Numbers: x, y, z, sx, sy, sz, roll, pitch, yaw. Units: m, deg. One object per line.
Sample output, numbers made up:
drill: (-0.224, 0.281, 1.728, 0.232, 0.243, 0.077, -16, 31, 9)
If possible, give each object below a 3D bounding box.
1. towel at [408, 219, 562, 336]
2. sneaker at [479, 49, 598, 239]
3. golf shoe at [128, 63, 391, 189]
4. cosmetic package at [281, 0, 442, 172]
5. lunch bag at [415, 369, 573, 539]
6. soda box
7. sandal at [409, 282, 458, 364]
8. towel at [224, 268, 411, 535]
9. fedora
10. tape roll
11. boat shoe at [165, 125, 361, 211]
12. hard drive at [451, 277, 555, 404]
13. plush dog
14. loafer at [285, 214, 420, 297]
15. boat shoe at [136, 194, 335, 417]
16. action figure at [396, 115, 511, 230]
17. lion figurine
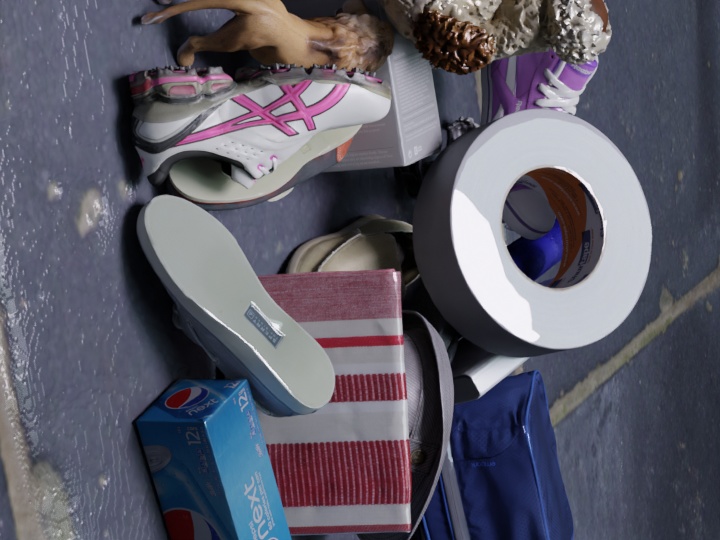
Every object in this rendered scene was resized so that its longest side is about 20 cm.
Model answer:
towel: (0.110, 0.015, 1.911, 0.050, 0.148, 0.200, 51, 31, 5)
sneaker: (0.161, -0.135, 1.848, 0.072, 0.114, 0.202, 10, 66, -37)
golf shoe: (-0.073, -0.107, 1.558, 0.198, 0.073, 0.093, -4, 94, -16)
cosmetic package: (-0.007, -0.185, 1.726, 0.090, 0.106, 0.202, -26, 112, -61)
lunch bag: (0.110, 0.201, 1.896, 0.136, 0.131, 0.201, -61, 141, -68)
soda box: (-0.101, 0.183, 1.572, 0.068, 0.064, 0.201, -45, 127, -53)
sandal: (0.056, 0.070, 1.788, 0.043, 0.076, 0.201, 33, 88, -33)
towel: (-0.033, 0.102, 1.622, 0.023, 0.143, 0.202, -14, 101, -77)
fedora: (-0.005, 0.125, 1.692, 0.090, 0.177, 0.201, 11, 116, -28)
tape roll: (0.144, -0.030, 1.759, 0.199, 0.066, 0.202, 6, 79, -29)
boat shoe: (-0.078, -0.086, 1.628, 0.200, 0.063, 0.071, -30, 80, -43)
hard drive: (0.129, 0.060, 1.860, 0.200, 0.132, 0.026, -35, 98, -33)
plush dog: (0.076, -0.225, 1.667, 0.171, 0.160, 0.201, 2, 57, -50)
loafer: (0.000, 0.000, 1.764, 0.200, 0.068, 0.076, -43, 124, -55)
boat shoe: (-0.105, 0.034, 1.562, 0.201, 0.071, 0.070, 49, 48, -13)
action figure: (0.124, -0.092, 1.956, 0.199, 0.118, 0.103, 10, 84, -55)
lion figurine: (-0.065, -0.179, 1.599, 0.200, 0.122, 0.073, 2, 87, -61)
